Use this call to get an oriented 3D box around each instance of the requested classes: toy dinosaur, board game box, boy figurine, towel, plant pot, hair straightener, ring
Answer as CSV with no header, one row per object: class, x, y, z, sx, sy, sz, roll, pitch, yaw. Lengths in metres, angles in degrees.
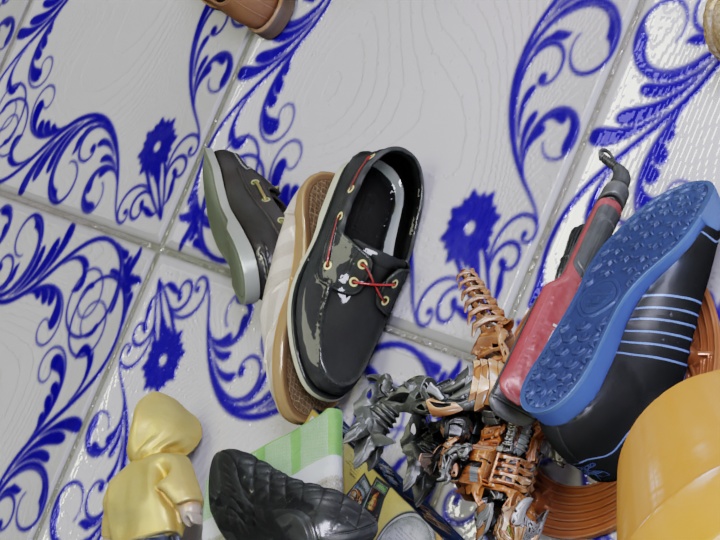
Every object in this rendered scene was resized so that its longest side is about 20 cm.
toy dinosaur,0.076,0.098,1.274,0.135,0.102,0.201,-19,35,28
board game box,-0.012,0.202,1.376,0.136,0.034,0.200,-59,35,7
boy figurine,-0.167,0.195,1.557,0.124,0.064,0.201,-32,45,38
towel,-0.059,0.213,1.383,0.149,0.031,0.201,-29,46,36
plant pot,0.211,0.148,1.004,0.200,0.199,0.184,-49,22,19
hair straightener,0.128,0.010,1.248,0.077,0.041,0.201,112,179,-66
ring,0.150,0.075,1.261,0.200,0.019,0.202,-31,47,39

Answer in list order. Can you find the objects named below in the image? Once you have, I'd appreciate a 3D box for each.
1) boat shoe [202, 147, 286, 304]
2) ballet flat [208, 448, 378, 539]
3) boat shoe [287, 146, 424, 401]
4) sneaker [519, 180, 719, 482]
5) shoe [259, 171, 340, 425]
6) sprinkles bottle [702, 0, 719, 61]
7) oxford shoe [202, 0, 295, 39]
boat shoe,-0.089,-0.040,1.611,0.202,0.060,0.072,-114,19,-53
ballet flat,-0.056,0.168,1.355,0.200,0.056,0.067,19,109,60
boat shoe,-0.002,-0.001,1.457,0.063,0.073,0.203,-22,48,54
sneaker,0.172,0.037,1.190,0.070,0.078,0.200,2,48,54
shoe,-0.039,0.025,1.496,0.053,0.069,0.202,-26,52,55
sprinkles bottle,0.290,-0.133,1.167,0.069,0.068,0.200,-61,34,4
oxford shoe,-0.129,-0.277,1.801,0.072,0.071,0.200,-61,33,7
